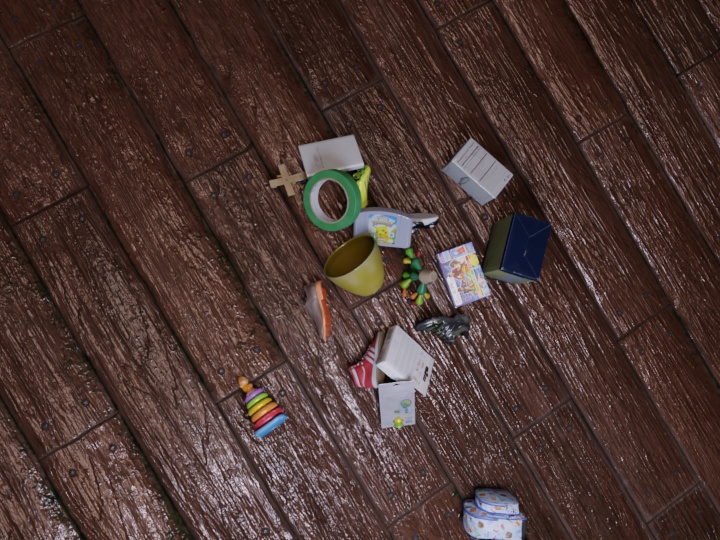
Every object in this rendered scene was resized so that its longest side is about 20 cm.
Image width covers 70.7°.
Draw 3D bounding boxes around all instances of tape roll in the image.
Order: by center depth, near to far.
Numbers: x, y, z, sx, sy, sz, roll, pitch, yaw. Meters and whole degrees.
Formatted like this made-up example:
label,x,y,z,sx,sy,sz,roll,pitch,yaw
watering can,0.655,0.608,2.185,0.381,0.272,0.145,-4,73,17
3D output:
label,x,y,z,sx,sy,sz,roll,pitch,yaw
tape roll,-0.093,-0.232,1.680,0.200,0.048,0.201,8,108,25

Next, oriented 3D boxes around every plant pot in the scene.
label,x,y,z,sx,sy,sz,roll,pitch,yaw
plant pot,0.000,0.000,1.678,0.200,0.200,0.142,-43,120,-10

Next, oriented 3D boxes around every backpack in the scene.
label,x,y,z,sx,sy,sz,roll,pitch,yaw
backpack,0.430,0.805,1.661,0.190,0.200,0.155,-4,81,-2

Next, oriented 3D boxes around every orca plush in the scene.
label,x,y,z,sx,sy,sz,roll,pitch,yaw
orca plush,0.172,-0.152,1.763,0.199,0.105,0.071,-9,118,-12

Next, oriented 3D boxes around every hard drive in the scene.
label,x,y,z,sx,sy,sz,roll,pitch,yaw
hard drive,-0.102,-0.391,1.745,0.199,0.027,0.132,-14,68,-9

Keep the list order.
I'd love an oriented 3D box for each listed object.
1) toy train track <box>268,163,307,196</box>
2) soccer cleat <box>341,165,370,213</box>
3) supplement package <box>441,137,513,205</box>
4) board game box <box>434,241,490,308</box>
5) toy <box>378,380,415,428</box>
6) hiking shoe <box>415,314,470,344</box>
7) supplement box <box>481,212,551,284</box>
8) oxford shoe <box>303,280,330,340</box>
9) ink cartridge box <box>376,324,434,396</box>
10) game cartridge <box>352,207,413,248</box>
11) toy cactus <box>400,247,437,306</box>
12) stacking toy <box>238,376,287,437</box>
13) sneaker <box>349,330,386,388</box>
label,x,y,z,sx,sy,sz,roll,pitch,yaw
toy train track,-0.214,-0.314,1.740,0.199,0.033,0.115,-17,80,-15
soccer cleat,-0.002,-0.267,1.760,0.084,0.065,0.201,27,76,-35
supplement package,0.409,-0.346,1.791,0.200,0.117,0.117,40,81,-3
board game box,0.358,0.015,1.780,0.135,0.034,0.201,-19,88,1
toy,0.119,0.431,1.672,0.115,0.047,0.201,-6,119,-2
hiking shoe,0.288,0.206,1.744,0.199,0.076,0.101,-5,82,-10
supplement box,0.526,-0.068,1.741,0.134,0.200,0.201,17,82,-5
oxford shoe,-0.145,0.138,1.698,0.073,0.071,0.201,-10,82,10
ink cartridge box,0.153,0.305,1.694,0.200,0.050,0.161,44,43,-20
game cartridge,0.074,-0.147,1.711,0.199,0.041,0.134,6,120,5
toy cactus,0.204,0.022,1.711,0.102,0.165,0.201,-2,90,-29
stacking toy,-0.331,0.422,1.630,0.110,0.116,0.200,-35,77,-10
sneaker,0.027,0.297,1.699,0.112,0.071,0.201,-12,50,29
